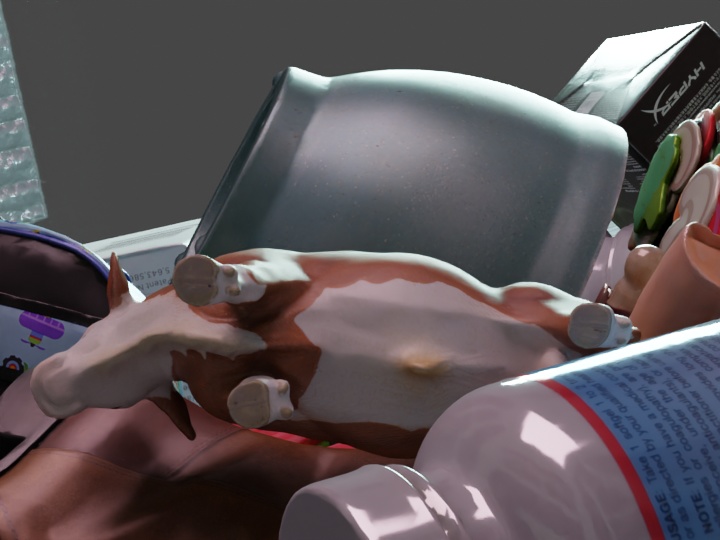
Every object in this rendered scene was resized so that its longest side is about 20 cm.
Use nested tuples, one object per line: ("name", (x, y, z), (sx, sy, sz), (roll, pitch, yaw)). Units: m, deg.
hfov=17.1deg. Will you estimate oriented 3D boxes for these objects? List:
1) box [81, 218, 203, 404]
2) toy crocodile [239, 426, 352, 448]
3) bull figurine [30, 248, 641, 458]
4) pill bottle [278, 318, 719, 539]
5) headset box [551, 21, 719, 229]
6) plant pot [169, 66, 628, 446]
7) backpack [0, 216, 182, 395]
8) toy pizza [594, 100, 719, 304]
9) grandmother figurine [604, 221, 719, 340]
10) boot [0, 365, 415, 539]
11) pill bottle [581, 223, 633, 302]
("box", (-0.159, 0.054, 1.423), (0.199, 0.131, 0.199), (-12, 4, 10))
("toy crocodile", (-0.009, 0.085, 0.854), (0.200, 0.062, 0.067), (19, 22, 32))
("bull figurine", (-0.006, 0.026, 0.747), (0.199, 0.065, 0.121), (2, 0, 0))
("pill bottle", (0.084, 0.073, 0.653), (0.200, 0.109, 0.109), (-14, 4, -24))
("headset box", (0.197, -0.031, 1.244), (0.077, 0.200, 0.149), (-49, 11, -7))
("plant pot", (0.000, 0.000, 0.967), (0.134, 0.201, 0.200), (27, 1, -6))
("backpack", (-0.161, 0.063, 1.083), (0.200, 0.183, 0.134), (6, -3, 31))
("toy pizza", (0.121, 0.007, 0.950), (0.032, 0.201, 0.200), (23, 1, -6))
("grandmother figurine", (0.096, 0.046, 0.828), (0.060, 0.122, 0.200), (21, -40, -12))
("boot", (-0.056, 0.118, 0.770), (0.199, 0.069, 0.188), (11, 40, 24))
("pill bottle", (0.072, 0.029, 1.219), (0.200, 0.112, 0.112), (-10, 5, 29))
